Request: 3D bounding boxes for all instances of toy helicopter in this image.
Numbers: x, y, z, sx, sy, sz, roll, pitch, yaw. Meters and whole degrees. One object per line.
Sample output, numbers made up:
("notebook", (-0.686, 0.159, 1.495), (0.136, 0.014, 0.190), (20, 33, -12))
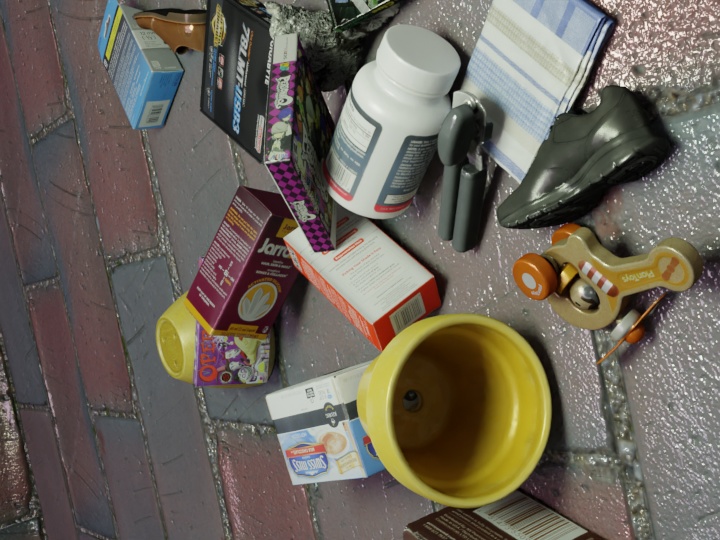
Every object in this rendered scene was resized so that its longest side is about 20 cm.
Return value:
("toy helicopter", (0.244, 0.017, 0.882), (0.133, 0.079, 0.199), (59, 153, -5))

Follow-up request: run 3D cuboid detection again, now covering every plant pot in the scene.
("plant pot", (0.086, 0.152, 1.067), (0.189, 0.198, 0.204), (169, 87, -70))
("plant pot", (-0.252, 0.109, 1.544), (0.199, 0.141, 0.203), (23, 119, 49))

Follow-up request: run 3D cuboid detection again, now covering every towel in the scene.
("towel", (0.170, -0.201, 0.962), (0.147, 0.024, 0.202), (48, 136, 34))

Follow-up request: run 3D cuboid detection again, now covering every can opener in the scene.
("can opener", (0.105, -0.104, 1.024), (0.053, 0.066, 0.202), (44, 150, 37))

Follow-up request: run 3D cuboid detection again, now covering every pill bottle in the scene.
("pill bottle", (0.037, -0.169, 1.073), (0.120, 0.119, 0.201), (54, 139, 28))

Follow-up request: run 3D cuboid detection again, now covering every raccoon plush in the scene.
("raccoon plush", (-0.036, -0.319, 1.189), (0.199, 0.096, 0.135), (-28, 61, 23))

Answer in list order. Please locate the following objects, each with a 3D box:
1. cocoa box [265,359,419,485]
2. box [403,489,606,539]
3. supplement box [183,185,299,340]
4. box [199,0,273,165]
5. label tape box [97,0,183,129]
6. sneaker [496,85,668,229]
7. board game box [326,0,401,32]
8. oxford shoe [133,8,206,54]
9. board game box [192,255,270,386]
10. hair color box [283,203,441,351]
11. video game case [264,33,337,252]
("cocoa box", (-0.013, 0.199, 1.251), (0.199, 0.132, 0.133), (-24, 83, 55))
("box", (0.158, 0.378, 1.047), (0.165, 0.163, 0.203), (20, 117, 49))
("supplement box", (-0.154, -0.009, 1.344), (0.086, 0.110, 0.202), (41, 111, 37))
("box", (-0.165, -0.288, 1.376), (0.198, 0.049, 0.202), (43, 134, 39))
("label tape box", (-0.391, -0.372, 1.646), (0.202, 0.065, 0.144), (63, 142, 23))
("sneaker", (0.205, -0.105, 0.915), (0.199, 0.075, 0.092), (-35, 66, 44))
("board game box", (-0.010, -0.392, 1.097), (0.104, 0.023, 0.203), (-20, 78, 29))
("oxford shoe", (-0.310, -0.389, 1.525), (0.199, 0.071, 0.072), (24, 125, 47))
("board game box", (-0.195, 0.078, 1.452), (0.032, 0.118, 0.203), (-145, 58, -66))
("hair color box", (0.000, 0.000, 1.186), (0.200, 0.101, 0.062), (44, 163, 38))
("video game case", (-0.067, -0.149, 1.137), (0.201, 0.035, 0.183), (64, -157, -58))
